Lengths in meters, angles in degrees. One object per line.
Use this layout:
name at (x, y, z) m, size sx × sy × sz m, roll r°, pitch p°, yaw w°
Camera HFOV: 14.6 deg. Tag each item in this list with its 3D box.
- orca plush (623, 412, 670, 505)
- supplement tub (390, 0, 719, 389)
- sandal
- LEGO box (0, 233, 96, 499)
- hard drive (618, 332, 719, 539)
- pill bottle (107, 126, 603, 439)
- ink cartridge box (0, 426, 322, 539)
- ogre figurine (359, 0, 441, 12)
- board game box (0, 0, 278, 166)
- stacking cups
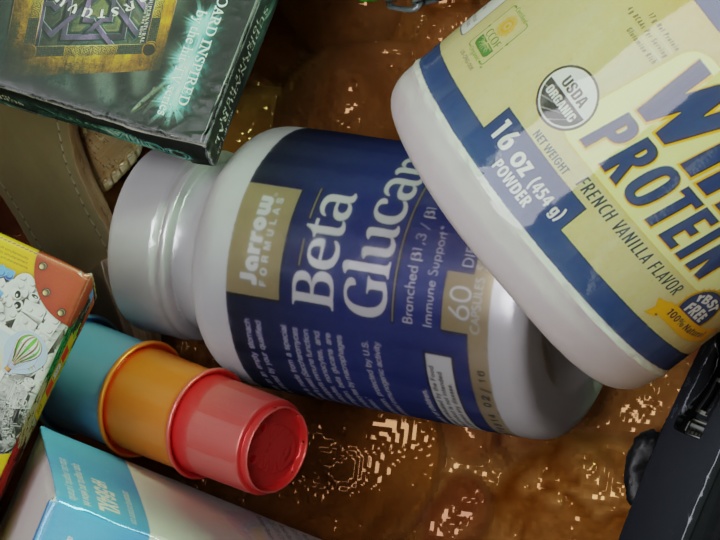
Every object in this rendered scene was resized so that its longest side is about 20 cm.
orca plush at (0.156, 0.068, 1.097) m, size 0.105 × 0.071 × 0.200 m, roll 41°, pitch 101°, yaw 25°
supplement tub at (0.127, -0.070, 0.993) m, size 0.200 × 0.144 × 0.145 m, roll -39°, pitch 68°, yaw 12°
sandal at (-0.124, -0.055, 1.257) m, size 0.077 × 0.070 × 0.212 m, roll -8°, pitch 104°, yaw 45°
LEGO box at (-0.226, 0.033, 1.124) m, size 0.199 × 0.077 × 0.149 m, roll 23°, pitch 80°, yaw 0°
hard drive at (0.161, 0.127, 1.063) m, size 0.134 × 0.042 × 0.201 m, roll 19°, pitch 93°, yaw -13°
pill bottle at (0.000, 0.000, 1.162) m, size 0.199 × 0.111 × 0.112 m, roll 9°, pitch 86°, yaw 27°
ink cartridge box at (-0.057, 0.168, 1.123) m, size 0.199 × 0.125 × 0.129 m, roll 22°, pitch 94°, yaw -11°
ogre figurine at (0.079, -0.182, 1.101) m, size 0.120 × 0.098 × 0.200 m, roll 16°, pitch 46°, yaw 33°
board game box at (-0.088, -0.155, 1.174) m, size 0.135 × 0.028 × 0.201 m, roll 18°, pitch 77°, yaw 13°
stacking cups at (-0.103, 0.049, 1.190) m, size 0.200 × 0.060 × 0.061 m, roll 18°, pitch 90°, yaw 37°
